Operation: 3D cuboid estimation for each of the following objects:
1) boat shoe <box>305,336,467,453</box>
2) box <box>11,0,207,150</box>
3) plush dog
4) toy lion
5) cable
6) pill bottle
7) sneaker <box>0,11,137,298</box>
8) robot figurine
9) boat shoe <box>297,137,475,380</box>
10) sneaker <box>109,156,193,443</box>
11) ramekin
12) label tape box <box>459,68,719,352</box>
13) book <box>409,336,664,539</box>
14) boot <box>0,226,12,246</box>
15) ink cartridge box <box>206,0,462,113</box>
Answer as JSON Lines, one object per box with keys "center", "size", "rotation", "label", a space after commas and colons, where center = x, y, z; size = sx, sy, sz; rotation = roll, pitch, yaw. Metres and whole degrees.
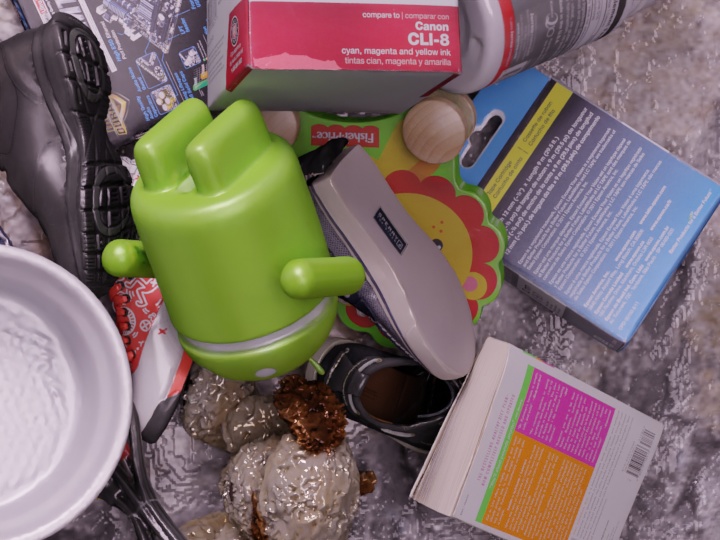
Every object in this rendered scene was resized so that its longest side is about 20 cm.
{"center": [0.054, 0.101, 1.293], "size": [0.200, 0.068, 0.072], "rotation": [19, 83, -37], "label": "boat shoe"}
{"center": [-0.152, -0.209, 1.269], "size": [0.198, 0.050, 0.200], "rotation": [-26, 98, -11], "label": "box"}
{"center": [-0.050, 0.162, 1.238], "size": [0.160, 0.172, 0.200], "rotation": [7, 89, -13], "label": "plush dog"}
{"center": [0.009, -0.039, 1.286], "size": [0.200, 0.069, 0.192], "rotation": [4, 105, 9], "label": "toy lion"}
{"center": [-0.158, 0.156, 1.232], "size": [0.200, 0.050, 0.097], "rotation": [43, 101, 17], "label": "cable"}
{"center": [0.130, -0.213, 1.278], "size": [0.200, 0.114, 0.114], "rotation": [-26, 97, -33], "label": "pill bottle"}
{"center": [-0.214, -0.074, 1.207], "size": [0.091, 0.076, 0.200], "rotation": [-13, 81, 21], "label": "sneaker"}
{"center": [-0.082, -0.013, 1.155], "size": [0.116, 0.175, 0.200], "rotation": [-51, 135, -44], "label": "robot figurine"}
{"center": [0.000, 0.000, 1.246], "size": [0.200, 0.093, 0.075], "rotation": [59, 41, -17], "label": "boat shoe"}
{"center": [-0.166, 0.017, 1.264], "size": [0.108, 0.067, 0.202], "rotation": [17, 85, -11], "label": "sneaker"}
{"center": [-0.259, 0.085, 1.155], "size": [0.200, 0.098, 0.201], "rotation": [1, 85, -19], "label": "ramekin"}
{"center": [0.156, -0.052, 1.331], "size": [0.200, 0.066, 0.143], "rotation": [33, 84, 10], "label": "label tape box"}
{"center": [0.142, 0.144, 1.306], "size": [0.200, 0.048, 0.134], "rotation": [29, 83, -41], "label": "book"}
{"center": [-0.276, 0.034, 1.233], "size": [0.090, 0.073, 0.200], "rotation": [-23, 96, -5], "label": "boot"}
{"center": [-0.023, -0.215, 1.151], "size": [0.144, 0.145, 0.200], "rotation": [-1, 85, -15], "label": "ink cartridge box"}
